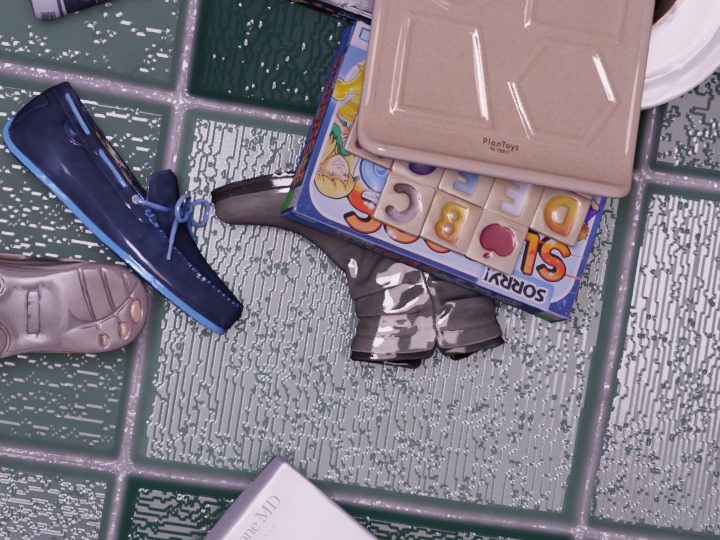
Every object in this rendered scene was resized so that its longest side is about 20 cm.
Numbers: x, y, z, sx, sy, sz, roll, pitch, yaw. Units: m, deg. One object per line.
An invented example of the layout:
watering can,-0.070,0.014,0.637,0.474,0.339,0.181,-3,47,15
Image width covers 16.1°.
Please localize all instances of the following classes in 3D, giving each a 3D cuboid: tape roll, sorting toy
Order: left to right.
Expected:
sorting toy,0.096,-0.154,1.637,0.185,0.036,0.200,10,80,-13
tape roll,0.165,-0.203,1.711,0.202,0.071,0.203,0,90,-6

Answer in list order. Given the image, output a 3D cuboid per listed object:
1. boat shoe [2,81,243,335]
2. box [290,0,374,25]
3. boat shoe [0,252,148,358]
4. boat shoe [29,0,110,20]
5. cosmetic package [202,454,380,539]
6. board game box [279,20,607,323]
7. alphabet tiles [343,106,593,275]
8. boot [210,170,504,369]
boat shoe,-0.146,-0.043,1.673,0.200,0.084,0.069,44,87,-7
box,-0.002,-0.272,1.705,0.159,0.046,0.200,19,88,-6
boat shoe,-0.241,0.024,1.669,0.200,0.073,0.075,5,93,-10
boat shoe,-0.195,-0.271,1.677,0.091,0.071,0.201,-15,98,-9
cosmetic package,-0.010,0.224,1.695,0.200,0.074,0.102,39,86,-6
board game box,0.062,-0.063,1.666,0.200,0.034,0.136,21,80,-14
alphabet tiles,0.087,-0.107,1.649,0.166,0.006,0.200,23,82,-12
boot,0.000,0.000,1.695,0.200,0.068,0.131,1,88,-8
